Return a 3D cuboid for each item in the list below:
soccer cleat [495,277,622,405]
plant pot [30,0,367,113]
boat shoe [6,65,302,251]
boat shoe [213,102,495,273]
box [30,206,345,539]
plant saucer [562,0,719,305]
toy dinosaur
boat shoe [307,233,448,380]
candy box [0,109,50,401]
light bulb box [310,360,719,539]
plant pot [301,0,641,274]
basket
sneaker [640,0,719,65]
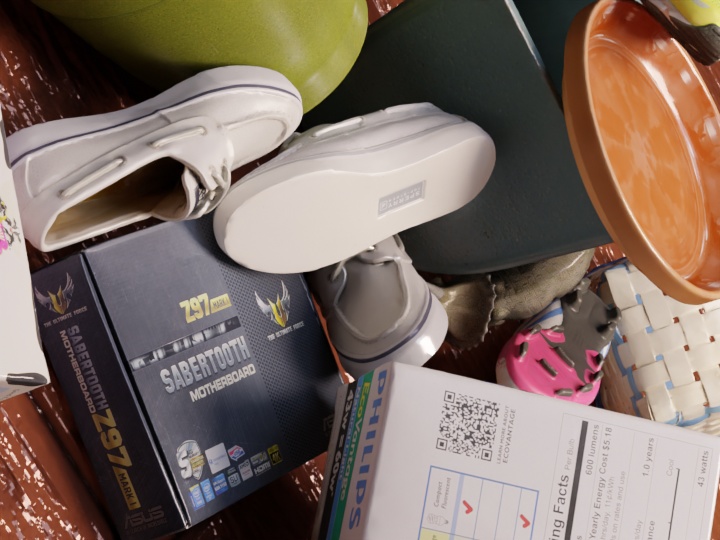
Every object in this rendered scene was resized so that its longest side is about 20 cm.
[{"bbox_3d":[0.128,0.072,1.454,0.070,0.086,0.200,44,26,3],"label":"soccer cleat"},{"bbox_3d":[-0.092,-0.184,1.202,0.193,0.199,0.201,51,33,-48],"label":"plant pot"},{"bbox_3d":[-0.104,-0.055,1.130,0.199,0.071,0.070,-17,53,-37],"label":"boat shoe"},{"bbox_3d":[-0.012,-0.058,1.228,0.199,0.068,0.072,-24,135,-30],"label":"boat shoe"},{"bbox_3d":[-0.089,0.050,1.173,0.200,0.051,0.158,-21,89,-60],"label":"box"},{"bbox_3d":[0.181,-0.073,1.300,0.200,0.032,0.201,35,43,-42],"label":"plant saucer"},{"bbox_3d":[0.116,0.003,1.442,0.102,0.199,0.077,-137,-153,-73],"label":"toy dinosaur"},{"bbox_3d":[0.000,0.000,1.267,0.066,0.072,0.200,55,9,-26],"label":"boat shoe"},{"bbox_3d":[-0.247,-0.022,0.955,0.200,0.071,0.169,10,64,-54],"label":"candy box"},{"bbox_3d":[0.076,0.171,1.157,0.199,0.125,0.199,14,76,-13],"label":"light bulb box"},{"bbox_3d":[0.078,-0.108,1.384,0.197,0.199,0.196,62,31,-11],"label":"plant pot"},{"bbox_3d":[0.240,0.064,1.608,0.200,0.138,0.177,104,-31,-81],"label":"basket"},{"bbox_3d":[0.215,-0.211,1.343,0.078,0.090,0.200,42,23,-33],"label":"sneaker"}]
